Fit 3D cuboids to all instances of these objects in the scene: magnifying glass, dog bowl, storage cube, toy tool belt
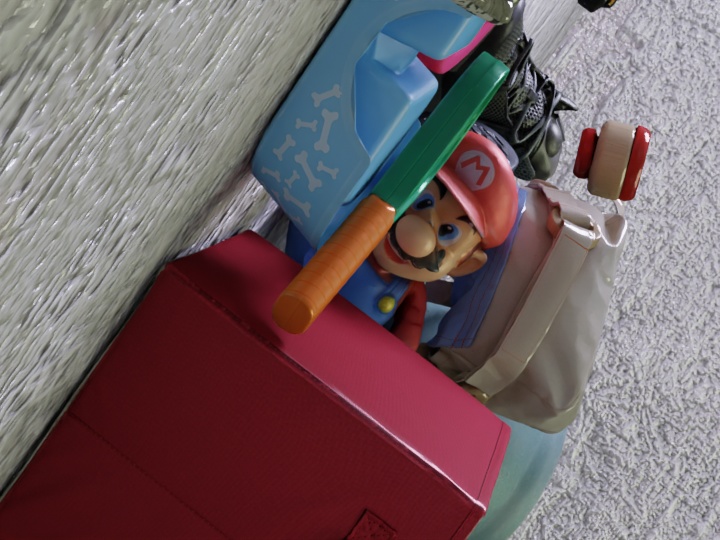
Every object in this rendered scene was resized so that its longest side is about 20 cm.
[{"bbox_3d":[0.016,-0.039,0.781,0.200,0.022,0.080,-53,178,-42],"label":"magnifying glass"},{"bbox_3d":[0.019,-0.102,0.742,0.201,0.049,0.111,-55,177,19],"label":"dog bowl"},{"bbox_3d":[-0.050,0.106,0.806,0.171,0.179,0.200,-53,178,11],"label":"storage cube"},{"bbox_3d":[0.090,-0.010,0.969,0.125,0.122,0.202,86,20,-70],"label":"toy tool belt"}]

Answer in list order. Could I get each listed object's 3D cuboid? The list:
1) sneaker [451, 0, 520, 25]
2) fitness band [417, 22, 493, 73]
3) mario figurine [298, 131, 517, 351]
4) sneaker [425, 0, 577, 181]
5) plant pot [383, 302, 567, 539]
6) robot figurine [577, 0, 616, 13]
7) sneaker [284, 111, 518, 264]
[{"bbox_3d":[0.033,-0.118,0.394,0.077,0.088,0.200,-52,176,-11],"label":"sneaker"},{"bbox_3d":[0.082,-0.184,0.887,0.144,0.037,0.200,-52,175,-25],"label":"fitness band"},{"bbox_3d":[0.000,0.000,0.895,0.200,0.123,0.106,-40,-138,17],"label":"mario figurine"},{"bbox_3d":[0.102,-0.128,1.104,0.077,0.114,0.200,-56,176,-19],"label":"sneaker"},{"bbox_3d":[0.016,0.084,1.057,0.199,0.134,0.201,-28,-141,25],"label":"plant pot"},{"bbox_3d":[0.135,-0.204,0.761,0.200,0.058,0.146,63,42,-72],"label":"robot figurine"},{"bbox_3d":[0.022,-0.043,1.035,0.199,0.066,0.079,-26,152,-47],"label":"sneaker"}]
